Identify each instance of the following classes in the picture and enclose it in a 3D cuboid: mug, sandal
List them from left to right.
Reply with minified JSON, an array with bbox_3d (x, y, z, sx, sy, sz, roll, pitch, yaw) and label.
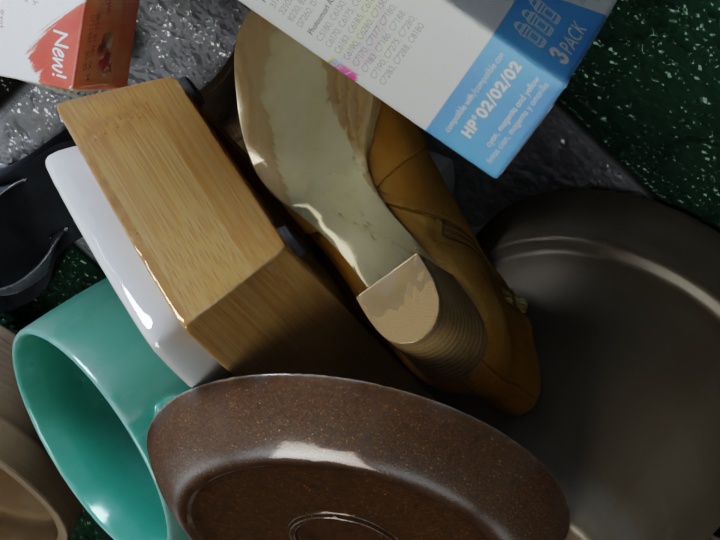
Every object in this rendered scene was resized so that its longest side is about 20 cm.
[{"bbox_3d":[-0.197,-0.026,1.451,0.076,0.043,0.200,41,140,-10],"label":"sandal"},{"bbox_3d":[-0.098,0.078,1.404,0.185,0.114,0.152,34,146,41],"label":"mug"}]

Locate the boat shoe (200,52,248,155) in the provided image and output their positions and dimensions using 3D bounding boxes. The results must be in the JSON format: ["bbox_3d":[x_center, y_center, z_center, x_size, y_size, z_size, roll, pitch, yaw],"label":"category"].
[{"bbox_3d":[-0.036,-0.075,1.276,0.072,0.072,0.200,21,140,-28],"label":"boat shoe"}]

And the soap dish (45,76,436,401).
[{"bbox_3d":[-0.053,0.009,1.195,0.200,0.081,0.158,47,-173,-51],"label":"soap dish"}]

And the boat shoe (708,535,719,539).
[{"bbox_3d":[0.132,0.173,1.358,0.199,0.067,0.057,7,140,21],"label":"boat shoe"}]

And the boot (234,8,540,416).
[{"bbox_3d":[0.015,-0.026,1.174,0.071,0.202,0.144,-30,157,12],"label":"boot"}]

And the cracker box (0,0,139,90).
[{"bbox_3d":[-0.203,-0.172,1.245,0.199,0.058,0.135,12,99,23],"label":"cracker box"}]

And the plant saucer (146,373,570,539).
[{"bbox_3d":[-0.005,0.112,1.152,0.199,0.035,0.200,10,150,6],"label":"plant saucer"}]

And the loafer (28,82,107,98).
[{"bbox_3d":[-0.218,-0.136,1.332,0.199,0.070,0.070,24,140,12],"label":"loafer"}]

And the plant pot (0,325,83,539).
[{"bbox_3d":[-0.249,0.086,1.544,0.200,0.093,0.201,23,156,11],"label":"plant pot"}]

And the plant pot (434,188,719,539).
[{"bbox_3d":[0.110,0.090,1.263,0.199,0.174,0.200,19,140,17],"label":"plant pot"}]

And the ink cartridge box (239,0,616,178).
[{"bbox_3d":[0.012,-0.147,1.125,0.200,0.115,0.068,34,130,-2],"label":"ink cartridge box"}]

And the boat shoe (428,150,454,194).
[{"bbox_3d":[0.000,0.000,1.330,0.066,0.072,0.200,24,148,5],"label":"boat shoe"}]
